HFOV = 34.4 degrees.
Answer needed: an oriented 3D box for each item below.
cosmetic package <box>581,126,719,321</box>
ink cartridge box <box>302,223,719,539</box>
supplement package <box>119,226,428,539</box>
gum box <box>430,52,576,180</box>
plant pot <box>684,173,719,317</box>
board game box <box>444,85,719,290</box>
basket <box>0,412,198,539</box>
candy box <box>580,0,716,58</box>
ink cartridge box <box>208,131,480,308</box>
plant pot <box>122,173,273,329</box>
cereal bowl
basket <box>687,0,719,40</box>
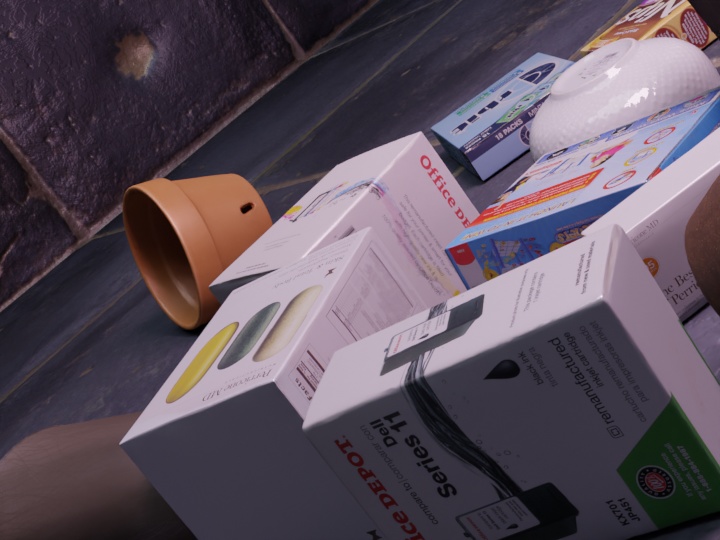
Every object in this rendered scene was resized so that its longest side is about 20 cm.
[{"bbox_3d":[0.259,-0.050,0.803,0.200,0.083,0.051,-38,16,-4],"label":"cosmetic package"},{"bbox_3d":[0.089,0.086,0.656,0.200,0.147,0.083,-27,19,30],"label":"ink cartridge box"},{"bbox_3d":[-0.039,0.099,0.858,0.152,0.151,0.200,-24,20,32],"label":"supplement package"},{"bbox_3d":[0.182,-0.189,1.394,0.170,0.045,0.200,-35,16,2],"label":"gum box"},{"bbox_3d":[0.280,-0.041,0.620,0.200,0.187,0.187,-41,10,41],"label":"plant pot"},{"bbox_3d":[0.200,-0.064,0.957,0.200,0.056,0.196,-19,16,44],"label":"board game box"},{"bbox_3d":[-0.187,0.183,0.940,0.200,0.136,0.180,-20,23,34],"label":"basket"},{"bbox_3d":[0.355,-0.280,1.286,0.200,0.056,0.117,-39,18,-6],"label":"candy box"},{"bbox_3d":[0.000,0.000,1.059,0.145,0.147,0.200,-13,28,53],"label":"ink cartridge box"},{"bbox_3d":[-0.203,-0.039,1.526,0.140,0.200,0.200,-24,10,-27],"label":"plant pot"},{"bbox_3d":[0.247,-0.167,1.144,0.200,0.083,0.200,-33,16,11],"label":"cereal bowl"},{"bbox_3d":[0.342,-0.226,0.911,0.180,0.200,0.136,-21,22,42],"label":"basket"}]
